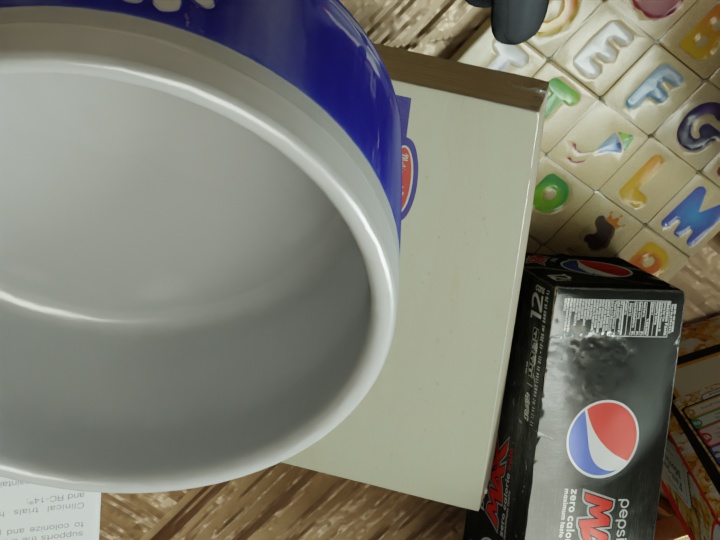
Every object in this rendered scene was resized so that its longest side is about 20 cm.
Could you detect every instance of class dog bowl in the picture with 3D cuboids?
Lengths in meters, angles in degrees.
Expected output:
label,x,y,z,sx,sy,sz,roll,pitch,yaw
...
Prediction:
label,x,y,z,sx,sy,sz,roll,pitch,yaw
dog bowl,-0.085,-0.020,0.758,0.198,0.079,0.201,2,138,2

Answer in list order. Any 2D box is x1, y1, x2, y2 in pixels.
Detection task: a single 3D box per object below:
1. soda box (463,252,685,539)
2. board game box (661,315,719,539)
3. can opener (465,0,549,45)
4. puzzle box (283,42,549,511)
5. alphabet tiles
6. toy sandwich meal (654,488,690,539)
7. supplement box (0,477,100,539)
label,x,y,z,sx,sy,sz,roll,pitch,yaw
soda box,0.086,0.097,1.021,0.063,0.071,0.202,3,101,-19
board game box,0.214,0.087,1.024,0.150,0.201,0.047,-16,129,-6
can opener,0.061,-0.171,0.870,0.078,0.064,0.201,-7,127,-14
puzzle box,0.000,0.000,0.960,0.132,0.025,0.201,14,126,10
alphabet tiles,0.090,-0.043,1.010,0.166,0.006,0.200,33,110,-34
toy sandwich meal,0.156,0.168,1.147,0.204,0.070,0.206,-9,127,-12
supplement box,-0.157,0.060,0.941,0.103,0.101,0.201,-5,126,-15
